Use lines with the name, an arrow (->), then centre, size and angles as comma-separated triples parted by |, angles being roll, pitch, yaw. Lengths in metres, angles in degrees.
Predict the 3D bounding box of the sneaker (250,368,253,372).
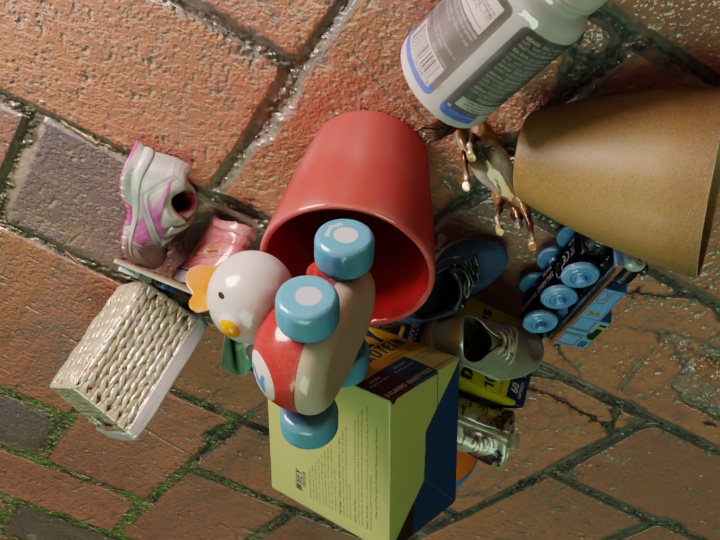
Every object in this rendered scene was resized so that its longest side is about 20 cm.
sneaker -> -0.083, 0.120, 1.317 | 0.199, 0.116, 0.076 | 31, 159, 33

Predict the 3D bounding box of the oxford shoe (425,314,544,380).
oxford shoe -> 0.167, 0.094, 1.146 | 0.198, 0.077, 0.057 | 14, 162, -39

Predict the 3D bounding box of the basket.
basket -> -0.336, 0.125, 1.329 | 0.123, 0.202, 0.135 | 42, 154, -23

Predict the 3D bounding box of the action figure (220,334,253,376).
action figure -> -0.146, 0.063, 1.237 | 0.116, 0.200, 0.056 | 0, 117, -20

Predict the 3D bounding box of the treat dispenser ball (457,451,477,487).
treat dispenser ball -> 0.084, 0.236, 1.366 | 0.197, 0.203, 0.203 | 7, 142, 6

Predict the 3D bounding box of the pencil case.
pencil case -> 0.113, 0.196, 1.228 | 0.197, 0.079, 0.089 | 20, 177, 3

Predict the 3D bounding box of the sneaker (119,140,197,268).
sneaker -> -0.253, -0.070, 1.176 | 0.087, 0.082, 0.201 | 13, 142, 0

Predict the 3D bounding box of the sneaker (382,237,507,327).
sneaker -> 0.112, 0.019, 1.114 | 0.089, 0.198, 0.080 | 5, 117, 55

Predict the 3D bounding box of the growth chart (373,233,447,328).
growth chart -> 0.000, 0.000, 1.160 | 0.196, 0.147, 0.018 | 14, 166, 0

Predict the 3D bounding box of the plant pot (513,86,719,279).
plant pot -> 0.264, -0.103, 0.947 | 0.197, 0.188, 0.188 | 11, 144, 24

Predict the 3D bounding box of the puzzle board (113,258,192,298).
puzzle board -> -0.262, 0.019, 1.252 | 0.149, 0.018, 0.200 | 22, 175, -13

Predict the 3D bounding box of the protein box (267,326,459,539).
protein box -> 0.002, 0.188, 1.120 | 0.198, 0.134, 0.202 | 17, 117, 38

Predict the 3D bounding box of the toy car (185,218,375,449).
toy car -> -0.097, 0.047, 0.937 | 0.197, 0.178, 0.187 | 15, 133, 15

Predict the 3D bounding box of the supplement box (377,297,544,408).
supplement box -> 0.127, 0.098, 1.236 | 0.197, 0.111, 0.109 | 25, 164, -16

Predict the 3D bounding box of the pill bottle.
pill bottle -> 0.137, -0.232, 0.850 | 0.113, 0.115, 0.199 | 30, 138, -22

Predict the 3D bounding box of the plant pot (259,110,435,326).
plant pot -> -0.001, -0.067, 1.036 | 0.196, 0.179, 0.202 | 8, 141, 6

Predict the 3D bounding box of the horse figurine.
horse figurine -> 0.141, -0.107, 1.014 | 0.049, 0.133, 0.200 | -29, 117, 25

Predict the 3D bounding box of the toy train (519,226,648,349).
toy train -> 0.275, 0.017, 1.149 | 0.112, 0.088, 0.201 | 12, 143, -13

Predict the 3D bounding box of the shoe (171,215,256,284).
shoe -> -0.194, -0.018, 1.237 | 0.071, 0.093, 0.199 | 22, 171, -24
